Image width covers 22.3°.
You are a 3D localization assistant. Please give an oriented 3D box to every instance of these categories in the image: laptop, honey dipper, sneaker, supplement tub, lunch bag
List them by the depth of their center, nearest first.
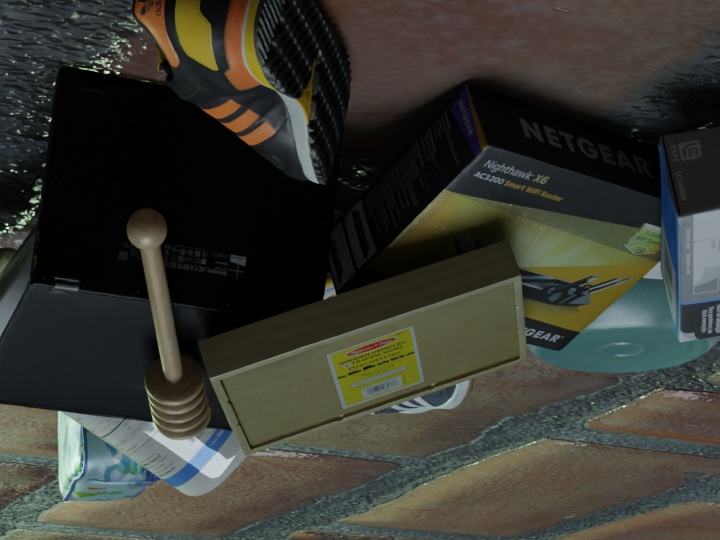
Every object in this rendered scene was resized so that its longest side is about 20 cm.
[{"bbox_3d":[-0.063,-0.110,0.997,0.089,0.071,0.200,12,165,14],"label":"sneaker"},{"bbox_3d":[-0.117,0.032,1.067,0.038,0.038,0.201,-1,143,3],"label":"honey dipper"},{"bbox_3d":[-0.127,-0.006,1.136,0.186,0.202,0.116,9,175,-26],"label":"laptop"},{"bbox_3d":[-0.158,0.052,1.265,0.199,0.132,0.132,36,152,-13],"label":"supplement tub"},{"bbox_3d":[-0.206,0.103,1.501,0.082,0.162,0.200,-1,165,-14],"label":"lunch bag"},{"bbox_3d":[0.025,0.088,1.596,0.108,0.071,0.200,4,165,-16],"label":"sneaker"}]

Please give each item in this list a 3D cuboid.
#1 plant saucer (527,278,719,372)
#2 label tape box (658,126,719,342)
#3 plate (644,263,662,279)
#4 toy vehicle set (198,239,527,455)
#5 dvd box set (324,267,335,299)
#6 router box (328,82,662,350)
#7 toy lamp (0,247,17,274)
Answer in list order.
[{"bbox_3d":[0.219,0.052,1.534,0.198,0.036,0.200,1,163,0],"label":"plant saucer"},{"bbox_3d":[0.285,-0.033,1.112,0.198,0.064,0.145,-10,146,4],"label":"label tape box"},{"bbox_3d":[0.317,-0.031,1.274,0.198,0.033,0.200,4,162,-9],"label":"plate"},{"bbox_3d":[0.007,0.051,1.143,0.198,0.027,0.125,-18,152,-3],"label":"toy vehicle set"},{"bbox_3d":[0.000,0.000,1.303,0.145,0.030,0.200,-17,170,-25],"label":"dvd box set"},{"bbox_3d":[0.100,-0.028,1.165,0.199,0.053,0.157,13,135,-36],"label":"router box"},{"bbox_3d":[-0.192,0.000,1.346,0.198,0.059,0.058,6,162,-16],"label":"toy lamp"}]
